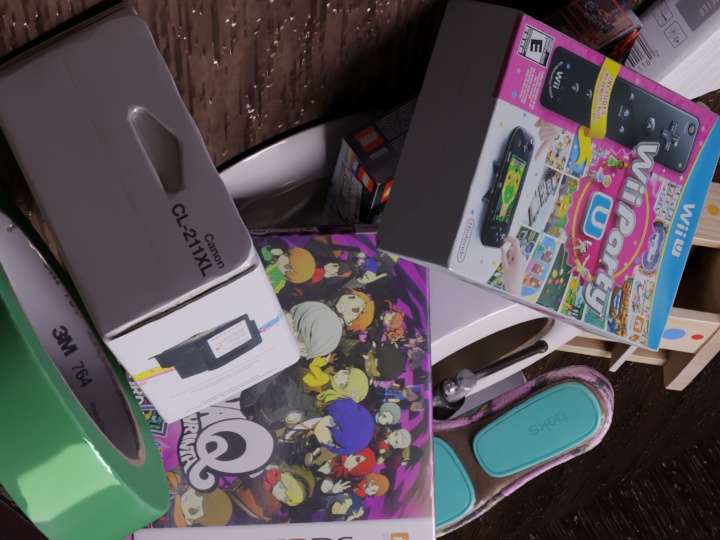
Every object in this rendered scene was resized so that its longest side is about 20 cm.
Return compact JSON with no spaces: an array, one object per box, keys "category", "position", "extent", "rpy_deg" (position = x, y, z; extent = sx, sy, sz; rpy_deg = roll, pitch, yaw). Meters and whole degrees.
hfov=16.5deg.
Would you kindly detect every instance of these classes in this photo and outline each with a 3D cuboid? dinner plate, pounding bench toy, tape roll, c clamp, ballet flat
[{"category":"dinner plate","position":[-0.055,-0.034,1.520],"extent":[0.199,0.024,0.200],"rpy_deg":[-27,165,-8]},{"category":"pounding bench toy","position":[0.178,-0.037,1.788],"extent":[0.155,0.201,0.124],"rpy_deg":[9,151,-14]},{"category":"tape roll","position":[0.061,0.025,1.564],"extent":[0.202,0.071,0.203],"rpy_deg":[-25,166,-7]},{"category":"c clamp","position":[0.010,0.115,1.598],"extent":[0.170,0.027,0.200],"rpy_deg":[-15,161,-38]},{"category":"ballet flat","position":[0.071,0.116,1.558],"extent":[0.199,0.069,0.071],"rpy_deg":[-28,180,12]},{"category":"tape roll","position":[-0.162,0.042,1.207],"extent":[0.048,0.201,0.200],"rpy_deg":[-31,166,3]}]

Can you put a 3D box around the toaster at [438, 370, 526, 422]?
[{"category":"toaster","position":[0.008,0.125,1.835],"extent":[0.200,0.119,0.181],"rpy_deg":[-50,-174,-33]}]

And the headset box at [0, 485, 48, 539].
[{"category":"headset box","position":[-0.208,0.163,1.408],"extent":[0.075,0.200,0.149],"rpy_deg":[-53,162,-4]}]

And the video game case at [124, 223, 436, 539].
[{"category":"video game case","position":[-0.047,0.075,1.446],"extent":[0.180,0.201,0.036],"rpy_deg":[-2,-172,-2]}]

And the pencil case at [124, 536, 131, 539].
[{"category":"pencil case","position":[-0.153,0.183,1.744],"extent":[0.199,0.094,0.091],"rpy_deg":[8,-158,14]}]

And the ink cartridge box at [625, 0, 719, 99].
[{"category":"ink cartridge box","position":[0.256,-0.174,1.617],"extent":[0.199,0.047,0.160],"rpy_deg":[-23,165,-44]}]

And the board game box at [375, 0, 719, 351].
[{"category":"board game box","position":[0.112,-0.051,1.410],"extent":[0.064,0.148,0.199],"rpy_deg":[15,176,44]}]

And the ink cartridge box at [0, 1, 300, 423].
[{"category":"ink cartridge box","position":[-0.104,-0.023,1.212],"extent":[0.082,0.146,0.200],"rpy_deg":[-26,165,-2]}]

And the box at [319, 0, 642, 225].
[{"category":"box","position":[0.070,-0.084,1.500],"extent":[0.199,0.040,0.137],"rpy_deg":[-32,164,-19]}]
